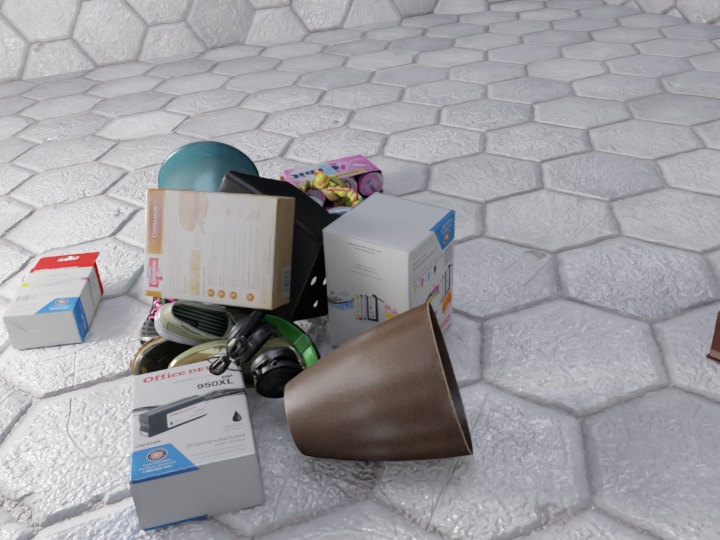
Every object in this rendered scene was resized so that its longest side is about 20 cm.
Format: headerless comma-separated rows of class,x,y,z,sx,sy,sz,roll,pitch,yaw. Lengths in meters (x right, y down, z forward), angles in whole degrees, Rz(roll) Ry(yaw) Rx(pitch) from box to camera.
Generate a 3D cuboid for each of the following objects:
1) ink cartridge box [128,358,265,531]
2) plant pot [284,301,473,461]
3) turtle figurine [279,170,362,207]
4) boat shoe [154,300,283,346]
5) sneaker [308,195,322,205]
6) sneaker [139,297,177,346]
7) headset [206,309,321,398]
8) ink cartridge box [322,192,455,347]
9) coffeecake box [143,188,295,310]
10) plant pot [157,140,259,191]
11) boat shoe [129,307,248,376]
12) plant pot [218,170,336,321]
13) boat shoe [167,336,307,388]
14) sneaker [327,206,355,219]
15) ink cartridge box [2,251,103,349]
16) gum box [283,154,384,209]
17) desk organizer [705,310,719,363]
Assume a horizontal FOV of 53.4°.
ink cartridge box,-0.206,0.204,0.889,0.144,0.085,0.200,-10,30,-11
plant pot,0.016,0.157,0.874,0.199,0.188,0.187,-17,29,8
turtle figurine,-0.052,-0.149,1.404,0.199,0.161,0.065,12,71,37
boat shoe,-0.195,0.089,1.033,0.199,0.072,0.062,14,-21,-29
sneaker,-0.151,-0.080,1.310,0.200,0.071,0.073,-28,46,-37
sneaker,-0.314,0.053,1.164,0.073,0.088,0.200,-1,30,7
headset,-0.119,0.101,0.927,0.124,0.094,0.200,49,26,17
ink cartridge box,0.046,0.014,1.065,0.144,0.201,0.147,16,35,28
coffeecake box,-0.202,-0.034,1.019,0.199,0.154,0.073,6,7,14
plant pot,-0.286,-0.107,1.348,0.199,0.201,0.189,-7,45,-3
boat shoe,-0.257,0.106,1.080,0.199,0.076,0.074,-22,14,-37
plant pot,-0.125,-0.021,1.128,0.177,0.201,0.199,28,11,20
boat shoe,-0.168,0.142,1.010,0.199,0.073,0.063,-4,41,-17
sneaker,0.020,-0.039,1.245,0.199,0.070,0.109,22,35,-3
ink cartridge box,-0.515,0.046,1.227,0.115,0.068,0.200,-6,30,-2
gum box,-0.055,-0.191,1.566,0.199,0.066,0.114,-15,31,-18
desk organizer,0.578,0.064,1.020,0.199,0.077,0.072,-28,37,-33
